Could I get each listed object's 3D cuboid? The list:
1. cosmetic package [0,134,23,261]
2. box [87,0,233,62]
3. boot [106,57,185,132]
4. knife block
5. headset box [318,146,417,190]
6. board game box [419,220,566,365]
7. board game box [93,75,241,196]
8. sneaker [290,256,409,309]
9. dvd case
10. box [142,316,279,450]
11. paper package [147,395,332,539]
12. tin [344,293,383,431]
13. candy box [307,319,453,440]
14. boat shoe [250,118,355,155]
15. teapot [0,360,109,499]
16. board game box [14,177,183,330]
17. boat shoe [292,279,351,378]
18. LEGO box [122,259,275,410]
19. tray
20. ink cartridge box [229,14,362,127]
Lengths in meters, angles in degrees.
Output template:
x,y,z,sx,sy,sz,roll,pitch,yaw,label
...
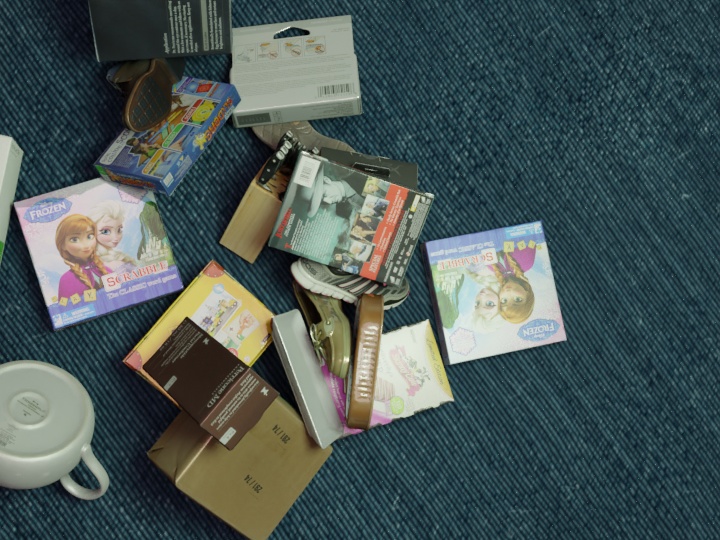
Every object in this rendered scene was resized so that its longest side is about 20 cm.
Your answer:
x,y,z,sx,sy,sz,roll,pitch,yaw,label
-0.559,-0.096,1.461,0.085,0.108,0.200,11,84,-8,cosmetic package
-0.299,-0.418,1.485,0.200,0.117,0.197,-5,50,-10,box
-0.333,-0.262,1.486,0.097,0.200,0.075,-10,129,23,boot
-0.137,-0.106,1.480,0.064,0.176,0.200,33,92,-3,knife block
-0.004,-0.095,1.499,0.148,0.200,0.075,10,53,-9,headset box
0.212,0.035,1.605,0.200,0.041,0.200,-11,87,-10,board game box
-0.285,-0.206,1.487,0.135,0.034,0.200,16,60,30,board game box
0.000,0.000,1.500,0.200,0.087,0.074,15,39,-29,sneaker
-0.013,-0.071,1.416,0.200,0.022,0.146,17,104,-11,dvd case
-0.208,0.150,1.367,0.100,0.200,0.075,-50,129,-10,box
-0.169,0.263,1.451,0.191,0.103,0.200,-52,125,-10,paper package
0.005,0.132,1.459,0.042,0.112,0.200,7,90,-8,tin
0.028,0.168,1.553,0.200,0.061,0.137,-17,87,-11,candy box
-0.091,-0.186,1.560,0.200,0.072,0.076,35,67,17,boat shoe
-0.475,0.237,1.427,0.197,0.146,0.200,-5,51,-29,teapot
-0.390,-0.034,1.506,0.200,0.041,0.200,-19,88,-11,board game box
-0.057,0.084,1.498,0.063,0.200,0.073,2,127,-17,boat shoe
-0.232,0.108,1.508,0.149,0.077,0.200,41,80,-3,LEGO box
-0.081,0.157,1.460,0.022,0.107,0.200,-21,88,17,tray
-0.103,-0.312,1.567,0.200,0.044,0.174,-6,58,2,ink cartridge box
